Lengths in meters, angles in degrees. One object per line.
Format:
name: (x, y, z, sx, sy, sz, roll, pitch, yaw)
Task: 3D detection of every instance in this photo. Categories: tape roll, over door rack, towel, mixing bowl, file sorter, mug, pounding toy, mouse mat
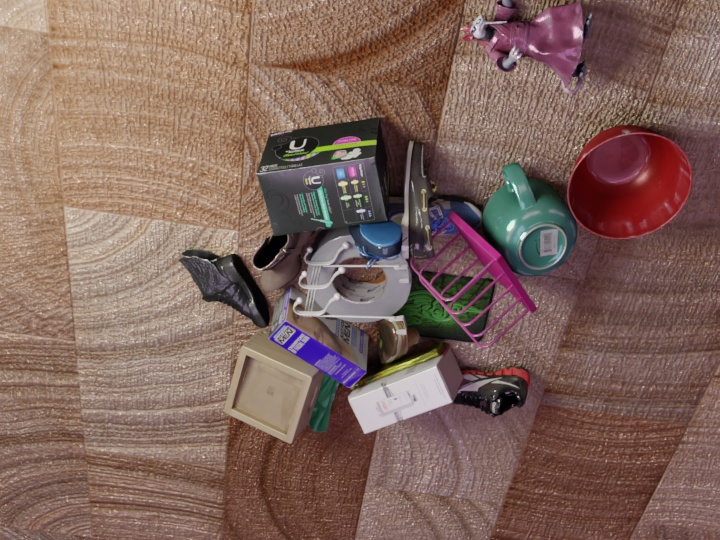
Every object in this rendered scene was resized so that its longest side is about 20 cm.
tape roll: (0.000, 0.000, 1.622, 0.197, 0.067, 0.202, 3, 126, 4)
over door rack: (-0.009, 0.024, 1.510, 0.197, 0.149, 0.067, 10, 132, -1)
towel: (0.073, 0.187, 1.751, 0.198, 0.086, 0.018, -23, 95, 17)
mixing bowl: (0.438, -0.164, 1.449, 0.197, 0.109, 0.202, 2, 126, 3)
file sorter: (0.193, 0.025, 1.525, 0.125, 0.139, 0.200, -43, 139, 1)
mug: (0.286, -0.075, 1.499, 0.184, 0.115, 0.152, 30, 110, -25)
pounding toy: (-0.180, 0.237, 1.763, 0.182, 0.142, 0.202, 23, 112, 11)
mouse mat: (0.155, 0.072, 1.706, 0.197, 0.008, 0.162, 6, 127, 0)

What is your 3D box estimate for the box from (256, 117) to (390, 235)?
box: (-0.056, -0.158, 1.459, 0.197, 0.149, 0.125, -8, 124, 9)

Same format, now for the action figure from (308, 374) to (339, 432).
action figure: (-0.087, 0.237, 1.813, 0.117, 0.055, 0.201, 20, 118, -9)

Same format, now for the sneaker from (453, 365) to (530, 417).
sneaker: (0.250, 0.252, 1.776, 0.198, 0.098, 0.071, -6, 128, 10)

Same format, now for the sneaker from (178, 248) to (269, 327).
sneaker: (-0.259, 0.037, 1.676, 0.103, 0.060, 0.201, -18, 118, 15)

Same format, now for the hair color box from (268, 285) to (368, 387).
hair color box: (-0.078, 0.130, 1.699, 0.199, 0.110, 0.065, 32, 122, -20)

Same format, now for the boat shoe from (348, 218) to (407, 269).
boat shoe: (0.031, -0.047, 1.446, 0.083, 0.200, 0.070, -6, 107, -7)

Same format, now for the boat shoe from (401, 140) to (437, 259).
boat shoe: (0.101, -0.119, 1.475, 0.060, 0.072, 0.204, 2, 83, 3)

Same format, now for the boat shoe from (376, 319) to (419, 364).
boat shoe: (0.077, 0.129, 1.680, 0.075, 0.073, 0.200, -13, 168, -8)

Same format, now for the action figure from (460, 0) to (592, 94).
action figure: (0.253, -0.363, 1.343, 0.197, 0.136, 0.149, 7, 171, 13)

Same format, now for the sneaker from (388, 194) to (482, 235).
sneaker: (0.120, -0.085, 1.547, 0.197, 0.077, 0.076, -1, 125, 0)

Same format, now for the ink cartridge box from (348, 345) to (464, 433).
ink cartridge box: (0.093, 0.236, 1.735, 0.198, 0.146, 0.084, -23, 94, 19)

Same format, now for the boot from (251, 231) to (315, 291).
boot: (-0.151, -0.025, 1.561, 0.070, 0.146, 0.201, 39, 114, 9)
